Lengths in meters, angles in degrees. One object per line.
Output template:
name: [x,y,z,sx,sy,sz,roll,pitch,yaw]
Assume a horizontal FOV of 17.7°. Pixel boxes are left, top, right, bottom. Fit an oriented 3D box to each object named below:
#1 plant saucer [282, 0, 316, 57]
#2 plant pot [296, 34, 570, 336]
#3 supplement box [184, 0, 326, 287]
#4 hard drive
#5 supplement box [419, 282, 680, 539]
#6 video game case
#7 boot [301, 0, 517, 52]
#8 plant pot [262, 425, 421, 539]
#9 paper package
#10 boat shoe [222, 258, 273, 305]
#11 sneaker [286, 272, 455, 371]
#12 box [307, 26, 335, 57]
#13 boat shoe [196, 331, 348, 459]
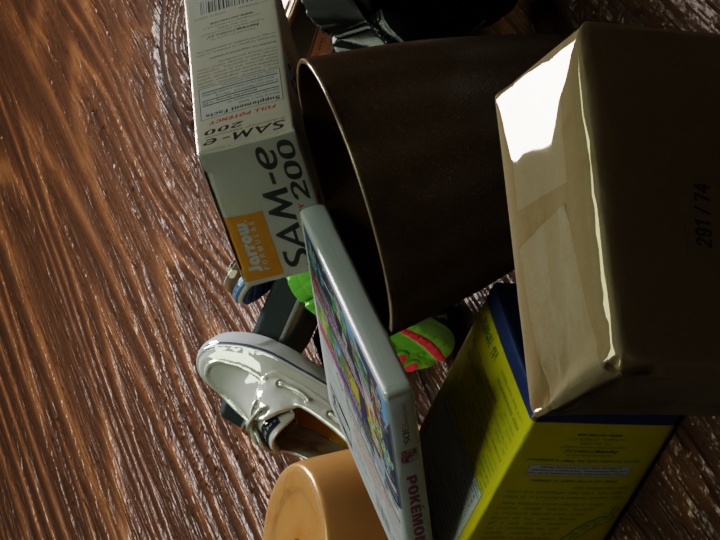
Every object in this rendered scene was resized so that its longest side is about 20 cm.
plant saucer: [-0.011,-0.219,1.807,0.029,0.200,0.201,32,127,18]
plant pot: [0.081,-0.077,1.507,0.187,0.199,0.188,162,90,-82]
supplement box: [-0.071,-0.105,1.651,0.201,0.073,0.127,-99,-7,-48]
hard drive: [-0.052,0.024,1.957,0.140,0.033,0.201,-54,-8,-47]
supplement box: [0.115,0.116,1.544,0.201,0.109,0.109,115,148,-41]
video game case: [0.006,0.083,1.558,0.201,0.023,0.183,-115,13,-49]
boot: [0.013,-0.237,1.609,0.076,0.168,0.201,-31,90,40]
plant pot: [0.013,0.213,1.739,0.200,0.139,0.202,-176,90,-67]
paper package: [0.183,-0.023,1.291,0.103,0.189,0.202,143,126,-58]
boat shoe: [-0.069,-0.059,1.928,0.201,0.072,0.072,-57,-7,-30]
sneaker: [0.000,0.000,1.756,0.076,0.200,0.084,-23,45,20]
box: [0.035,-0.099,1.731,0.200,0.060,0.117,35,116,41]
boat shoe: [-0.060,0.115,1.876,0.199,0.070,0.071,27,132,21]
